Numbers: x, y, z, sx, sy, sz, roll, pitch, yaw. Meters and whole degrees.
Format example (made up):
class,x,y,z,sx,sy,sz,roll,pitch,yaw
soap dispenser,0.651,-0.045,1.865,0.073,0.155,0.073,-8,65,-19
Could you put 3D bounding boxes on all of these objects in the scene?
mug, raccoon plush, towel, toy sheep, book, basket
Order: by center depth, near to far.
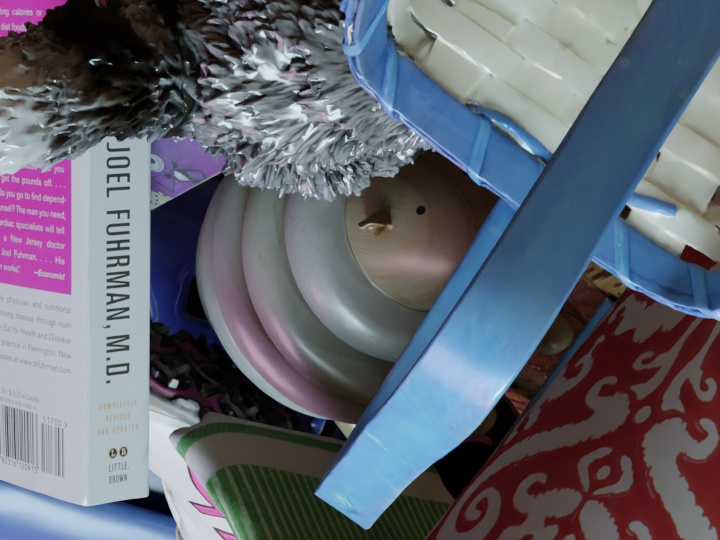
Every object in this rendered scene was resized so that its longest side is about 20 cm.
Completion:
class,x,y,z,sx,sy,sz,roll,pitch,yaw
basket,0.057,-0.037,0.504,0.139,0.200,0.176,37,165,0
raccoon plush,0.001,-0.053,0.630,0.134,0.200,0.097,4,121,51
mug,0.094,0.061,0.701,0.177,0.200,0.134,22,159,43
book,-0.118,-0.035,0.722,0.048,0.201,0.133,-5,-170,-42
towel,0.023,0.136,0.770,0.152,0.023,0.200,19,-148,-52
toy sheep,0.000,0.000,0.857,0.138,0.138,0.200,42,152,-15

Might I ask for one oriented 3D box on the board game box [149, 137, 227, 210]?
class,x,y,z,sx,sy,sz,roll,pitch,yaw
board game box,-0.084,-0.054,0.791,0.032,0.120,0.200,41,142,-22

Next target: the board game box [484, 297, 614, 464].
class,x,y,z,sx,sy,sz,roll,pitch,yaw
board game box,0.140,0.137,0.882,0.199,0.160,0.097,30,162,23

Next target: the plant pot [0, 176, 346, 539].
class,x,y,z,sx,sy,sz,roll,pitch,yaw
plant pot,-0.101,0.057,1.028,0.199,0.181,0.200,18,169,-15

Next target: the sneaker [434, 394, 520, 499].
class,x,y,z,sx,sy,sz,roll,pitch,yaw
sneaker,0.049,0.113,1.020,0.070,0.201,0.099,-13,147,10

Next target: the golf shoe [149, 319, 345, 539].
class,x,y,z,sx,sy,sz,roll,pitch,yaw
golf shoe,-0.047,0.094,0.893,0.200,0.092,0.073,36,-167,-32
